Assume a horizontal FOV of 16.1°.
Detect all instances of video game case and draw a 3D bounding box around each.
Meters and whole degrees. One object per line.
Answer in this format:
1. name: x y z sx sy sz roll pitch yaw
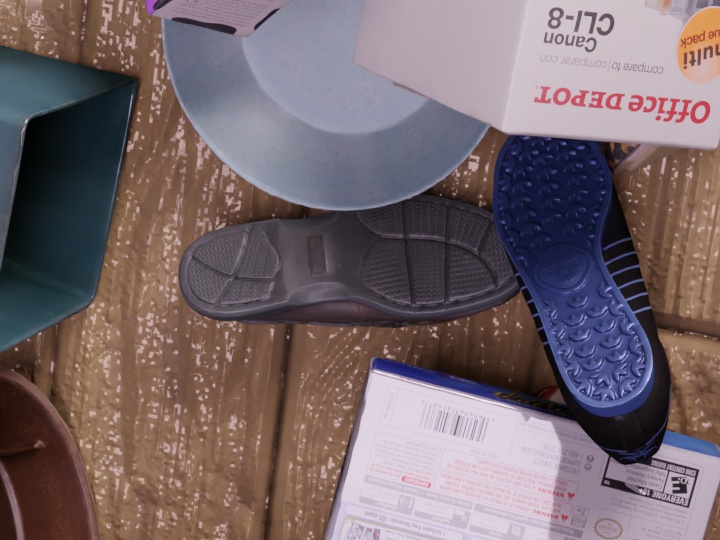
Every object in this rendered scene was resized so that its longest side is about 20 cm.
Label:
1. video game case: 0.079 0.160 1.389 0.199 0.045 0.182 15 99 -1

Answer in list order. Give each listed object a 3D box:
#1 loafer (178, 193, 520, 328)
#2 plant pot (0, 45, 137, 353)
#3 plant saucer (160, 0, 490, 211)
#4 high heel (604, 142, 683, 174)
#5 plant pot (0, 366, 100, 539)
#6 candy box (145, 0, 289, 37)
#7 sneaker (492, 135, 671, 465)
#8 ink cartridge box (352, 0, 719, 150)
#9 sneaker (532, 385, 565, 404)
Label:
1. loafer: 0.000 0.000 1.437 0.199 0.063 0.072 -2 73 12
2. plant pot: -0.256 -0.059 1.441 0.199 0.141 0.142 18 108 16
3. plant saucer: -0.010 -0.135 1.405 0.200 0.039 0.202 4 106 14
4. high heel: 0.171 -0.156 1.353 0.200 0.071 0.143 -46 67 33
5. plant pot: -0.288 0.167 1.487 0.198 0.200 0.201 -9 102 24
6. candy box: -0.040 -0.243 1.289 0.200 0.071 0.168 -36 57 42
7. sneaker: 0.119 0.012 1.362 0.070 0.200 0.078 -15 143 6
8. ink cartridge box: 0.107 -0.174 1.273 0.145 0.145 0.201 32 114 53
9. sneaker: 0.088 0.173 1.442 0.115 0.078 0.200 38 112 4
